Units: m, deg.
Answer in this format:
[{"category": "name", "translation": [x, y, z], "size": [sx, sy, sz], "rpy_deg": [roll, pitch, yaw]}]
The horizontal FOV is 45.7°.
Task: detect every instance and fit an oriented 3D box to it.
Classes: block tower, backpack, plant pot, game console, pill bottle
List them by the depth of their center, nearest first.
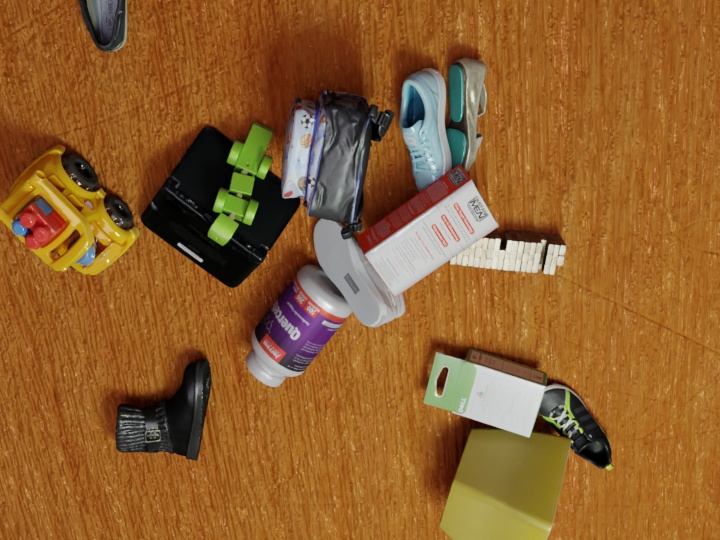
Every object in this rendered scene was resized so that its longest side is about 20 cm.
[{"category": "backpack", "translation": [-0.043, -0.179, 1.279], "size": [0.151, 0.191, 0.203], "rpy_deg": [16, 111, -2]}, {"category": "game console", "translation": [-0.230, -0.098, 1.402], "size": [0.199, 0.117, 0.175], "rpy_deg": [37, 138, -14]}, {"category": "block tower", "translation": [0.235, -0.035, 1.411], "size": [0.195, 0.058, 0.055], "rpy_deg": [6, 112, -2]}, {"category": "pill bottle", "translation": [-0.107, 0.097, 1.431], "size": [0.112, 0.113, 0.201], "rpy_deg": [34, 108, -14]}, {"category": "plant pot", "translation": [0.246, 0.396, 1.502], "size": [0.173, 0.201, 0.203], "rpy_deg": [20, 132, 11]}]

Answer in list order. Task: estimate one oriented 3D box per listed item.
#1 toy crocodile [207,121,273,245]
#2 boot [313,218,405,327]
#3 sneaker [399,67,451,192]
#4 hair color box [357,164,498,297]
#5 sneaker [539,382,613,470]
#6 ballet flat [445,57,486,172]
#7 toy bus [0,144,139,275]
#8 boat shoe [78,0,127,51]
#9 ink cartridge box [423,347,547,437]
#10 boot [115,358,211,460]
[{"category": "toy crocodile", "translation": [-0.185, -0.136, 1.335], "size": [0.066, 0.062, 0.204], "rpy_deg": [19, 77, -11]}, {"category": "boot", "translation": [0.000, 0.000, 1.416], "size": [0.073, 0.095, 0.202], "rpy_deg": [-35, 76, 30]}, {"category": "sneaker", "translation": [0.089, -0.204, 1.317], "size": [0.073, 0.081, 0.204], "rpy_deg": [6, 110, 41]}, {"category": "hair color box", "translation": [0.104, -0.060, 1.330], "size": [0.198, 0.062, 0.102], "rpy_deg": [-33, 122, 7]}, {"category": "sneaker", "translation": [0.389, 0.280, 1.526], "size": [0.199, 0.083, 0.072], "rpy_deg": [41, 106, -14]}, {"category": "ballet flat", "translation": [0.168, -0.227, 1.331], "size": [0.061, 0.067, 0.204], "rpy_deg": [-10, 118, -27]}, {"category": "toy bus", "translation": [-0.459, -0.068, 1.320], "size": [0.135, 0.193, 0.201], "rpy_deg": [-37, 110, 12]}, {"category": "boat shoe", "translation": [-0.379, -0.420, 1.243], "size": [0.073, 0.066, 0.203], "rpy_deg": [5, 112, -2]}, {"category": "ink cartridge box", "translation": [0.219, 0.206, 1.498], "size": [0.196, 0.059, 0.106], "rpy_deg": [16, 112, 8]}, {"category": "boot", "translation": [-0.351, 0.243, 1.507], "size": [0.154, 0.080, 0.215], "rpy_deg": [11, 112, -5]}]
